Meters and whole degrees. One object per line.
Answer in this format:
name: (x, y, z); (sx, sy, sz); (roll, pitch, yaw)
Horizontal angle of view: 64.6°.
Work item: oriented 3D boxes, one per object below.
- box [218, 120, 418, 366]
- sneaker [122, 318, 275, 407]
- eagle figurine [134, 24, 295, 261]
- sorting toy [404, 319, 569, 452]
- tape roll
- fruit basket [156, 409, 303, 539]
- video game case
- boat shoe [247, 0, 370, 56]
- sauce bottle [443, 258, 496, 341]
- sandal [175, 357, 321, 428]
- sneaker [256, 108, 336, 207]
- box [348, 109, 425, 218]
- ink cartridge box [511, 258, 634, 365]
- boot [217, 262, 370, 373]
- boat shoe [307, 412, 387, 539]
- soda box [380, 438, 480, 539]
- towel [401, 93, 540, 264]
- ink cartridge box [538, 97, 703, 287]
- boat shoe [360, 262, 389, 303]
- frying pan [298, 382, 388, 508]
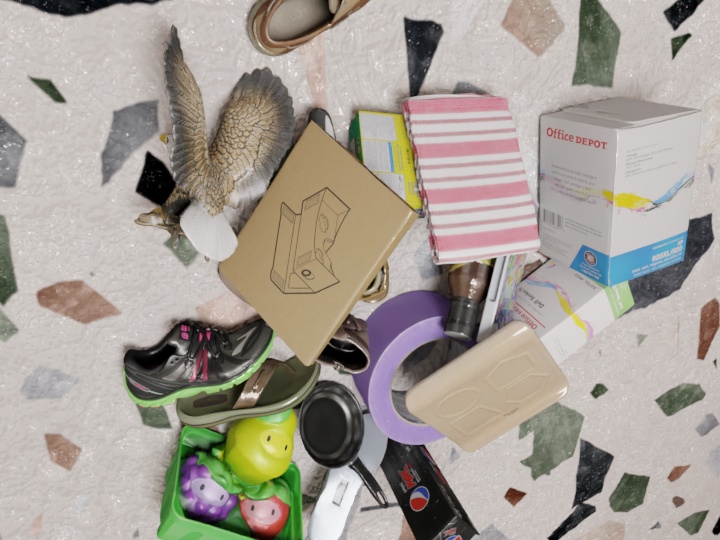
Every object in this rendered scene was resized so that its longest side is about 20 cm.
box: (-0.052, -0.030, 0.615); (0.202, 0.163, 0.021); (-53, 157, 14)
sneaker: (-0.199, 0.103, 0.707); (0.195, 0.077, 0.086); (-20, 119, -13)
eagle figurine: (-0.162, -0.126, 0.601); (0.148, 0.152, 0.203); (28, 106, -6)
sorting toy: (0.171, 0.157, 0.757); (0.183, 0.037, 0.200); (-35, 134, 12)
tape roll: (0.089, 0.140, 0.823); (0.194, 0.085, 0.206); (-7, 113, -17)
fruit basket: (-0.151, 0.277, 0.767); (0.208, 0.157, 0.221); (-4, 127, -6)
video game case: (0.201, -0.003, 0.765); (0.142, 0.018, 0.207); (11, 93, -67)
boat shoe: (-0.031, -0.297, 0.606); (0.199, 0.072, 0.076); (-41, 119, 0)
sauce bottle: (0.150, -0.012, 0.749); (0.063, 0.064, 0.206); (22, 74, -26)
sandal: (-0.144, 0.149, 0.742); (0.195, 0.080, 0.059); (-15, 121, -13)
sneaker: (-0.078, -0.090, 0.673); (0.082, 0.075, 0.207); (10, 100, -9)
box: (0.086, -0.127, 0.703); (0.194, 0.048, 0.121); (0, 74, -18)
ink cartridge box: (0.282, 0.061, 0.841); (0.198, 0.117, 0.068); (-38, 122, -2)
boot: (-0.074, 0.054, 0.691); (0.196, 0.147, 0.072); (21, 105, -26)
boat shoe: (-0.021, 0.311, 0.857); (0.072, 0.068, 0.204); (24, 74, -4)
soda box: (0.089, 0.319, 0.829); (0.071, 0.200, 0.063); (-45, 118, 4)
towel: (0.130, -0.112, 0.674); (0.142, 0.030, 0.207); (-6, 79, -19)
ink cartridge box: (0.343, -0.114, 0.773); (0.141, 0.147, 0.206); (-15, 116, -17)
boat shoe: (0.000, 0.000, 0.699); (0.072, 0.068, 0.201); (-22, 150, 5)
frying pan: (-0.016, 0.243, 0.822); (0.189, 0.031, 0.117); (41, 53, -21)
